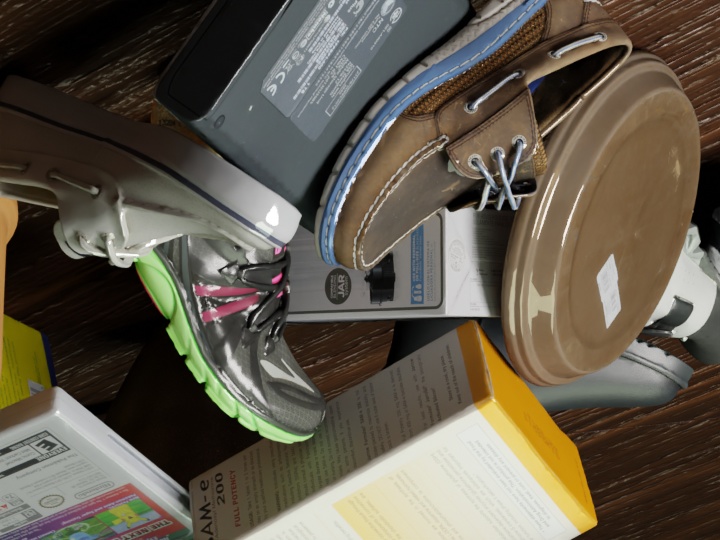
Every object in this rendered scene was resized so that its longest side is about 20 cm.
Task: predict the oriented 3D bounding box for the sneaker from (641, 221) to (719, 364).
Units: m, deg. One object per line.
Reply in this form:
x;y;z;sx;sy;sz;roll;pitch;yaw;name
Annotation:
0.179;0.008;1.483;0.088;0.074;0.200;-44;133;-11;sneaker

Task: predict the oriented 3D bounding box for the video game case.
-0.201;0.151;1.353;0.199;0.023;0.182;-23;136;23;video game case

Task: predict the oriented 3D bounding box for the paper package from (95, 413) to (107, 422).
-0.246;0.217;1.682;0.198;0.192;0.104;-10;163;-9;paper package

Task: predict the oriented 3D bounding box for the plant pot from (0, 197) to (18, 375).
-0.264;0.016;1.187;0.198;0.141;0.200;-14;162;-5;plant pot

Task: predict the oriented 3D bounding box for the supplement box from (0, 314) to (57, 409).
-0.271;0.084;1.418;0.108;0.110;0.200;-19;161;13;supplement box

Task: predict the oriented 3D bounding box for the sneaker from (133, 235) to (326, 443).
-0.068;0.009;1.263;0.083;0.201;0.077;-27;-160;7;sneaker

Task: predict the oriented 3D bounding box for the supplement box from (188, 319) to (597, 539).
0.017;0.133;1.329;0.199;0.074;0.126;-30;127;14;supplement box

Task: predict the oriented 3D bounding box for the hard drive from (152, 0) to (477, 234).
-0.012;-0.100;1.092;0.140;0.033;0.200;-55;157;-3;hard drive

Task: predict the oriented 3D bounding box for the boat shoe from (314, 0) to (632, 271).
0.058;-0.069;1.137;0.200;0.072;0.072;-49;156;-18;boat shoe

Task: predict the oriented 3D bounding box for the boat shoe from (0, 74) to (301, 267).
-0.114;-0.034;1.098;0.199;0.070;0.071;22;171;35;boat shoe

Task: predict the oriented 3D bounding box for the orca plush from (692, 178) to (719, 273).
0.231;-0.024;1.543;0.071;0.106;0.200;18;175;10;orca plush

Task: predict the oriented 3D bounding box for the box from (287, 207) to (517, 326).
0.000;0.000;1.344;0.199;0.061;0.116;-3;176;38;box

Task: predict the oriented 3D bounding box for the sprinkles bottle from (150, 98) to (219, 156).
-0.015;-0.074;1.227;0.199;0.069;0.068;5;153;-42;sprinkles bottle

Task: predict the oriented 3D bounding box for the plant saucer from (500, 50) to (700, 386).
0.143;-0.025;1.320;0.029;0.201;0.200;21;178;28;plant saucer

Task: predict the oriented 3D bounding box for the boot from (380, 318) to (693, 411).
0.093;0.101;1.468;0.199;0.169;0.076;19;179;-3;boot

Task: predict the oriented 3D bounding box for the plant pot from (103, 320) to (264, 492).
-0.101;0.131;1.505;0.185;0.201;0.188;0;140;0;plant pot
